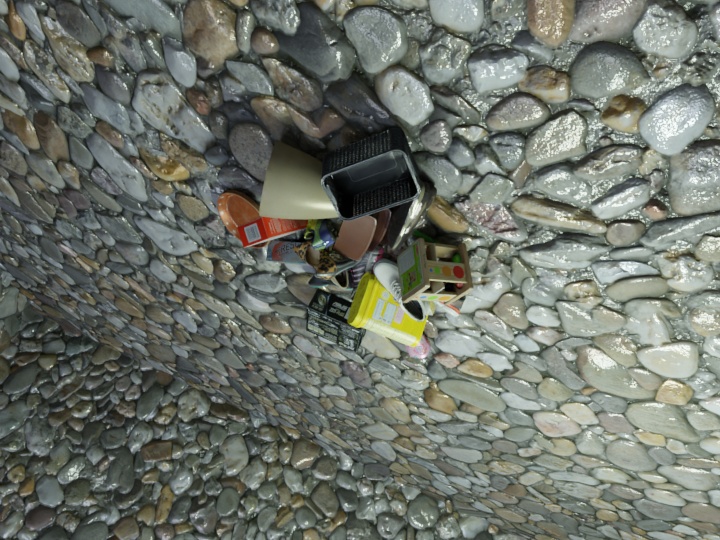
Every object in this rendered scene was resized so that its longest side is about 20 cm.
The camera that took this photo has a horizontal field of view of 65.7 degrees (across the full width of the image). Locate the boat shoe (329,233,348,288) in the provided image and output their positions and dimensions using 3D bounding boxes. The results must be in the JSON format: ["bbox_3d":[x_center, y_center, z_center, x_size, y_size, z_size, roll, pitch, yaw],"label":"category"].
[{"bbox_3d":[-0.075,-0.041,1.587,0.065,0.071,0.202,-130,22,-60],"label":"boat shoe"}]

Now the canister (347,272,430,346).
[{"bbox_3d":[0.081,0.112,1.538,0.198,0.150,0.086,23,168,-16],"label":"canister"}]

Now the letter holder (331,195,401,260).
[{"bbox_3d":[0.025,-0.112,1.438,0.141,0.101,0.201,25,147,-1],"label":"letter holder"}]

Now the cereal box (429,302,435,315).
[{"bbox_3d":[0.115,0.066,1.664,0.198,0.040,0.145,4,138,32],"label":"cereal box"}]

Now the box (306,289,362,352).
[{"bbox_3d":[-0.079,0.172,1.901,0.198,0.087,0.165,22,146,9],"label":"box"}]

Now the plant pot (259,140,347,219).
[{"bbox_3d":[-0.132,-0.202,1.377,0.197,0.189,0.188,13,147,-6],"label":"plant pot"}]

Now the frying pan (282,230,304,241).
[{"bbox_3d":[-0.190,-0.123,1.641,0.188,0.031,0.115,3,141,36],"label":"frying pan"}]

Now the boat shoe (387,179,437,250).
[{"bbox_3d":[0.126,-0.124,1.339,0.072,0.075,0.201,7,135,-21],"label":"boat shoe"}]

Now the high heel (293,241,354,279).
[{"bbox_3d":[-0.132,-0.029,1.492,0.198,0.142,0.072,16,112,29],"label":"high heel"}]

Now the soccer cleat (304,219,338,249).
[{"bbox_3d":[-0.117,-0.121,1.459,0.083,0.201,0.065,-29,126,1],"label":"soccer cleat"}]

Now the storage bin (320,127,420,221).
[{"bbox_3d":[0.023,-0.213,1.245,0.198,0.094,0.136,-17,131,15],"label":"storage bin"}]

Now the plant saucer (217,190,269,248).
[{"bbox_3d":[-0.344,-0.156,1.675,0.199,0.032,0.202,24,140,21],"label":"plant saucer"}]

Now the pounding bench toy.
[{"bbox_3d":[0.190,-0.029,1.424,0.154,0.203,0.124,4,157,-24],"label":"pounding bench toy"}]

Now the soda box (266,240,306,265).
[{"bbox_3d":[-0.187,-0.051,1.679,0.198,0.065,0.068,4,175,30],"label":"soda box"}]

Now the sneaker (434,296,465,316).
[{"bbox_3d":[0.212,0.045,1.543,0.199,0.082,0.077,37,177,-24],"label":"sneaker"}]

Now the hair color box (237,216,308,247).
[{"bbox_3d":[-0.222,-0.120,1.498,0.101,0.199,0.062,-15,95,35],"label":"hair color box"}]

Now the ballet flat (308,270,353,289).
[{"bbox_3d":[-0.090,0.016,1.728,0.198,0.073,0.073,3,140,41],"label":"ballet flat"}]

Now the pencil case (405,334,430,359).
[{"bbox_3d":[0.153,0.197,1.768,0.087,0.088,0.201,0,141,35],"label":"pencil case"}]

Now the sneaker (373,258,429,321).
[{"bbox_3d":[0.111,0.050,1.461,0.200,0.071,0.073,43,108,-10],"label":"sneaker"}]

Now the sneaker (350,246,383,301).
[{"bbox_3d":[0.000,0.000,1.603,0.087,0.074,0.202,31,126,17],"label":"sneaker"}]
